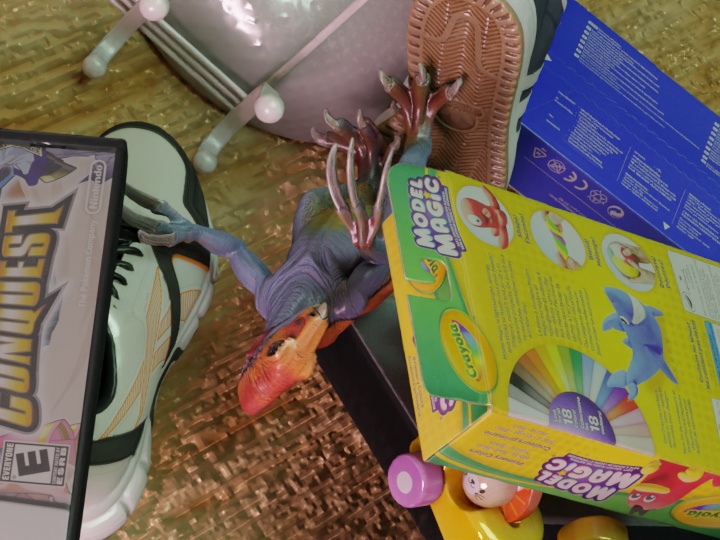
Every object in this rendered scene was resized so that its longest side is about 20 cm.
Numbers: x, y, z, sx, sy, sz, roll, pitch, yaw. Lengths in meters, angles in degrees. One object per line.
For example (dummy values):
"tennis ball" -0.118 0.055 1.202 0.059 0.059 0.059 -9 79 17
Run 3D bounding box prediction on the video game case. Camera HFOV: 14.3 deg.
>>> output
"video game case" -0.191 0.028 1.120 0.180 0.026 0.201 5 59 -1

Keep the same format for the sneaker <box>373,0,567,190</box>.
"sneaker" 0.056 -0.103 1.308 0.070 0.200 0.109 23 58 4

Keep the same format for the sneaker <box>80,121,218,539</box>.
"sneaker" -0.104 0.013 1.197 0.073 0.080 0.201 4 55 6

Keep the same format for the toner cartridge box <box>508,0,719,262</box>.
"toner cartridge box" 0.153 -0.042 1.450 0.200 0.043 0.095 37 48 -14

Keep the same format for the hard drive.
"hard drive" 0.083 0.072 1.302 0.200 0.033 0.140 5 40 -39

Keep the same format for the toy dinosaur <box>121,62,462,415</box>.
"toy dinosaur" 0.000 0.000 1.211 0.200 0.105 0.182 38 50 -34

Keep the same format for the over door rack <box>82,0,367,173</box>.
"over door rack" -0.065 -0.143 1.242 0.148 0.200 0.067 42 37 -10

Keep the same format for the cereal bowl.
"cereal bowl" -0.018 -0.165 1.369 0.200 0.083 0.201 17 58 -28

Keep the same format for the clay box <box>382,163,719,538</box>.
"clay box" 0.085 0.034 1.162 0.200 0.048 0.115 17 49 -34

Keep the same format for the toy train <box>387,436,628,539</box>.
"toy train" 0.093 0.083 1.206 0.200 0.056 0.150 49 41 -2
